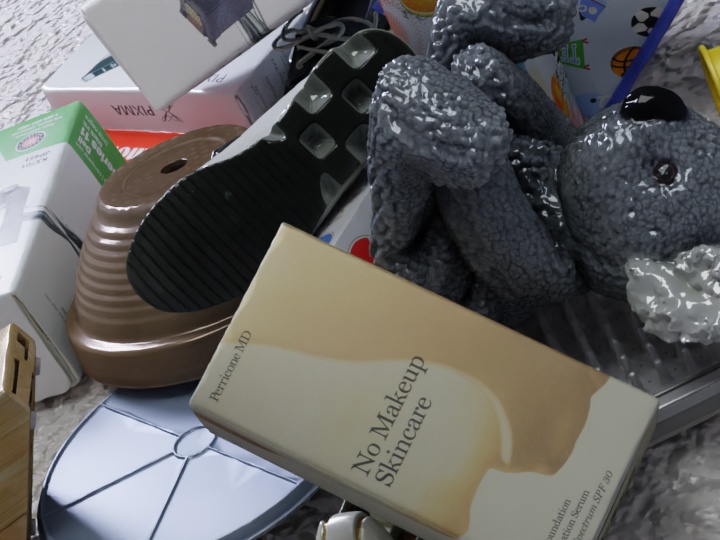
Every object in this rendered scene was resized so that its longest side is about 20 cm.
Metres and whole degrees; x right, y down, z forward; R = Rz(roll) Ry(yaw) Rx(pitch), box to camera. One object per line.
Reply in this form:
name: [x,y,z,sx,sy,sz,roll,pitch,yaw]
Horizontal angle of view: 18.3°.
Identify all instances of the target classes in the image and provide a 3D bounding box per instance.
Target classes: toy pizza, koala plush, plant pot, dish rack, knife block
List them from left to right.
knife block: [-0.265,0.124,1.225,0.174,0.201,0.064,3,35,-7]
plant pot: [-0.094,-0.023,1.331,0.200,0.093,0.201,-20,25,9]
toy pizza: [-0.086,0.105,1.238,0.199,0.032,0.201,-19,31,12]
koala plush: [0.119,-0.035,1.120,0.199,0.185,0.178,10,33,15]
dish rack: [0.135,0.027,1.175,0.171,0.044,0.200,-25,33,3]

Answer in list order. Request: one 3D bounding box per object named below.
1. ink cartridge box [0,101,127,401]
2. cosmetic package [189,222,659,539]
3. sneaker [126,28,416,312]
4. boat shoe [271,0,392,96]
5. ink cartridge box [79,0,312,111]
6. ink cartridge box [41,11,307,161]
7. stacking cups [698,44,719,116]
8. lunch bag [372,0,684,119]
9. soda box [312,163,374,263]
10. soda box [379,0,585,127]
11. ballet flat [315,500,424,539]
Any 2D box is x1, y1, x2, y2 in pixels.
ink cartridge box: [-0.237,-0.001,1.439,0.146,0.083,0.201,-18,35,21]
cosmetic package: [0.031,0.069,1.058,0.199,0.071,0.106,24,79,11]
sneaker: [-0.048,-0.047,1.245,0.200,0.074,0.088,-41,3,-11]
boat shoe: [-0.016,-0.148,1.499,0.075,0.062,0.200,-6,39,32]
ink cartridge box: [-0.066,-0.198,1.426,0.200,0.085,0.145,-35,6,12]
ink cartridge box: [-0.148,-0.113,1.567,0.199,0.044,0.174,5,45,40]
stacking cups: [0.295,-0.132,1.268,0.199,0.061,0.061,-19,34,5]
lunch bag: [0.125,-0.214,1.312,0.169,0.200,0.124,24,49,-1]
soda box: [0.000,0.000,1.224,0.068,0.064,0.200,-35,16,39]
soda box: [0.070,-0.122,1.276,0.068,0.201,0.064,-11,37,22]
ballet flat: [0.006,0.128,1.115,0.067,0.064,0.200,-5,40,31]
